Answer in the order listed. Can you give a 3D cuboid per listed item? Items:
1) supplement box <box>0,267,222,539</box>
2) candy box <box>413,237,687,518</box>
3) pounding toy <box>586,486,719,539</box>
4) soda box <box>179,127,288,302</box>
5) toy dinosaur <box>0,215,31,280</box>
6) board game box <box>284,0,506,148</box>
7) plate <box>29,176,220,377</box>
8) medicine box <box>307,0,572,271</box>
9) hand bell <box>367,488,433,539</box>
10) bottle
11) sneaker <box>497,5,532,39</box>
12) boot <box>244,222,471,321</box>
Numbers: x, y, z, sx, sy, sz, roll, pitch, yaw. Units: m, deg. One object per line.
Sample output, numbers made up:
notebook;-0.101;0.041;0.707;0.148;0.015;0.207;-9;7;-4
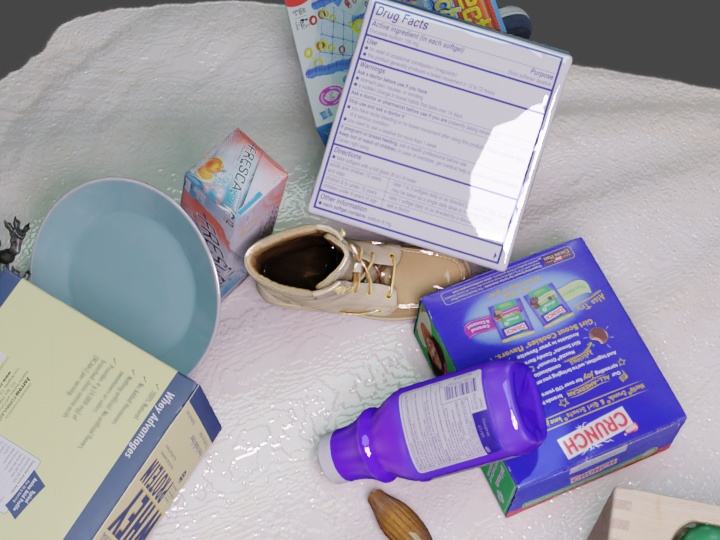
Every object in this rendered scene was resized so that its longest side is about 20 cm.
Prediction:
supplement box;-0.258;0.145;1.387;0.200;0.134;0.200;29;74;14
candy box;0.165;0.093;1.476;0.169;0.077;0.200;-20;62;-13
pounding toy;0.245;0.266;1.308;0.184;0.200;0.142;11;61;2
soda box;-0.118;-0.044;1.471;0.064;0.200;0.068;43;68;9
toy dinosaur;-0.332;0.008;1.516;0.047;0.088;0.200;1;55;-46
board game box;0.038;-0.223;1.593;0.196;0.056;0.200;-20;52;6
plate;-0.206;0.014;1.477;0.200;0.200;0.026;33;23;16
medicine box;0.071;-0.122;1.463;0.182;0.103;0.200;17;97;3
hand bell;0.072;0.254;1.393;0.104;0.104;0.200;-32;54;-18
bottle;0.057;0.136;1.405;0.200;0.065;0.084;-20;76;29
sneaker;0.118;-0.159;1.606;0.202;0.077;0.146;-38;57;-10
boot;0.000;0.000;1.472;0.200;0.155;0.073;3;82;3
